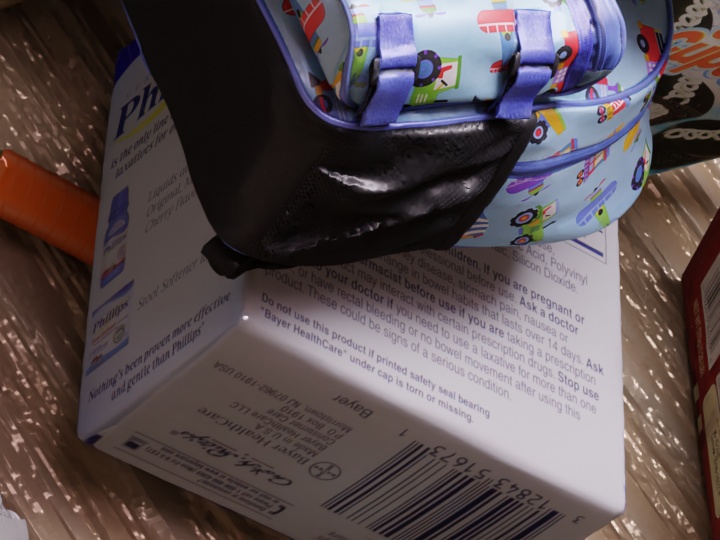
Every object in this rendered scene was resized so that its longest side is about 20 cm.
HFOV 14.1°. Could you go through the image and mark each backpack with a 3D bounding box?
[{"bbox_3d":[0.028,-0.097,1.025,0.200,0.135,0.183,-3,57,-31],"label":"backpack"}]

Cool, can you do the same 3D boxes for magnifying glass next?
[{"bbox_3d":[-0.161,-0.047,1.112,0.200,0.022,0.080,29,81,-21],"label":"magnifying glass"}]

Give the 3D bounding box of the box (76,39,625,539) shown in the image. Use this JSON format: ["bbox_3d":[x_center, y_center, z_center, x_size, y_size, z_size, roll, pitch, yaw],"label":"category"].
[{"bbox_3d":[0.000,0.000,1.125,0.184,0.105,0.200,28,45,-29],"label":"box"}]

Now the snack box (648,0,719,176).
[{"bbox_3d":[0.139,-0.094,1.214,0.200,0.116,0.037,44,34,-67],"label":"snack box"}]

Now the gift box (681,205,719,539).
[{"bbox_3d":[0.250,0.031,1.242,0.187,0.200,0.185,7,57,-11],"label":"gift box"}]

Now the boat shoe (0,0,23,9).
[{"bbox_3d":[-0.154,-0.141,1.171,0.076,0.074,0.200,45,22,25],"label":"boat shoe"}]

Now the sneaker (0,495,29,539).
[{"bbox_3d":[-0.155,0.085,1.011,0.082,0.075,0.200,25,52,-36],"label":"sneaker"}]
